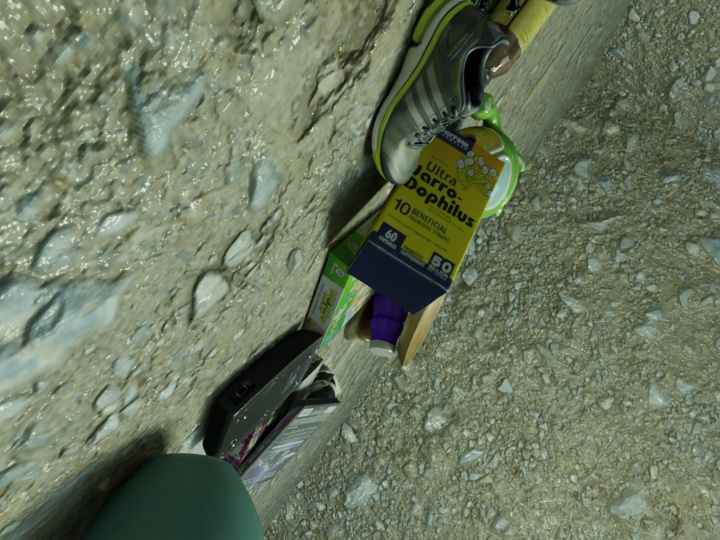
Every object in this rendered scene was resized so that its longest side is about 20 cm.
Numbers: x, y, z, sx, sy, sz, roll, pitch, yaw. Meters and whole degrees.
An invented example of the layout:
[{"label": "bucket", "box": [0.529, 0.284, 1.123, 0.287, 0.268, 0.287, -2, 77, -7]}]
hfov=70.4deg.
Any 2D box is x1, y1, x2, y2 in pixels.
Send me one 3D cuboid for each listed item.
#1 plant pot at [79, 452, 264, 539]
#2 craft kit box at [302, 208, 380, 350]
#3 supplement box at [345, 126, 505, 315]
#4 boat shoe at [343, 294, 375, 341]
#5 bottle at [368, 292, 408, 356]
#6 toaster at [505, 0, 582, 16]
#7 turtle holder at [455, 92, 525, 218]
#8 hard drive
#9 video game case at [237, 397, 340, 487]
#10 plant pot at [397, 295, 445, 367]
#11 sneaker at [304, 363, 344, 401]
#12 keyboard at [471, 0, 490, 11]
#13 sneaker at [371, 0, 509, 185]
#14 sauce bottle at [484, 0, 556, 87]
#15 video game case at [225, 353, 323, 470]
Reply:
[{"label": "plant pot", "box": [-0.187, 0.270, 0.526, 0.201, 0.198, 0.136, 110, -16, -53]}, {"label": "craft kit box", "box": [0.000, 0.000, 0.791, 0.200, 0.048, 0.199, -44, 161, -42]}, {"label": "supplement box", "box": [0.082, -0.066, 0.644, 0.201, 0.108, 0.110, -61, -176, -25]}, {"label": "boat shoe", "box": [0.027, 0.056, 1.014, 0.064, 0.071, 0.201, -16, -149, 47]}, {"label": "bottle", "box": [0.059, 0.057, 0.945, 0.084, 0.065, 0.202, 66, 34, -58]}, {"label": "toaster", "box": [0.225, -0.358, 0.520, 0.129, 0.113, 0.201, -42, 161, -53]}, {"label": "turtle holder", "box": [0.186, -0.170, 0.818, 0.131, 0.141, 0.186, -10, 147, -48]}, {"label": "hard drive", "box": [-0.136, 0.168, 0.717, 0.200, 0.042, 0.136, -39, 160, -52]}, {"label": "video game case", "box": [-0.132, 0.300, 0.890, 0.200, 0.019, 0.143, -48, 156, 7]}, {"label": "plant pot", "box": [0.114, 0.079, 0.928, 0.201, 0.027, 0.201, -56, 164, -26]}, {"label": "sneaker", "box": [-0.083, 0.235, 1.032, 0.073, 0.090, 0.200, -15, 170, 2]}, {"label": "keyboard", "box": [0.097, -0.214, 0.589, 0.104, 0.039, 0.201, -38, 159, -55]}, {"label": "sneaker", "box": [0.073, -0.165, 0.511, 0.074, 0.081, 0.201, -27, 150, -42]}, {"label": "sauce bottle", "box": [0.179, -0.293, 0.638, 0.201, 0.065, 0.065, -52, 168, -5]}, {"label": "video game case", "box": [-0.156, 0.255, 0.892, 0.181, 0.036, 0.201, -38, 159, -53]}]
